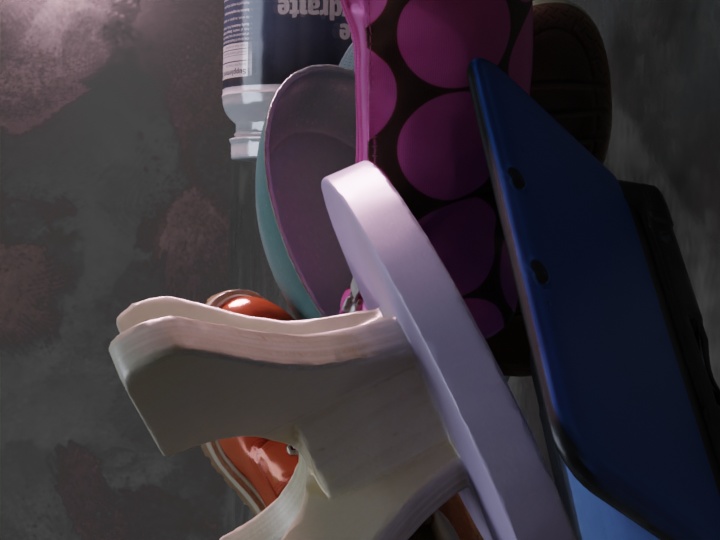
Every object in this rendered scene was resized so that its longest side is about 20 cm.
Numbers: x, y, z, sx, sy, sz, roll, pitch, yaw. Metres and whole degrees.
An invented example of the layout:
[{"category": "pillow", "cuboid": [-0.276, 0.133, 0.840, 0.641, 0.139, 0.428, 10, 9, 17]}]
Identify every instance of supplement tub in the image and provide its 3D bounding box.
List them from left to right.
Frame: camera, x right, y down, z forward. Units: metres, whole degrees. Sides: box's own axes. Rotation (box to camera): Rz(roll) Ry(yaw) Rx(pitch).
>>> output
[{"category": "supplement tub", "cuboid": [-0.046, -0.191, 1.271, 0.140, 0.140, 0.200, -169, 79, -80]}]

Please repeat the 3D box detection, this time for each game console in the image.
[{"category": "game console", "cuboid": [0.077, 0.048, 0.595, 0.171, 0.118, 0.200, 116, 156, -43]}]

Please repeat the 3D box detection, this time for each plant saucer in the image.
[{"category": "plant saucer", "cuboid": [0.008, -0.012, 0.795, 0.036, 0.200, 0.200, -29, 51, 32]}]

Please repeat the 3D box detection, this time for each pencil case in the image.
[{"category": "pencil case", "cuboid": [0.028, -0.060, 0.664, 0.091, 0.094, 0.200, -133, 35, -54]}]

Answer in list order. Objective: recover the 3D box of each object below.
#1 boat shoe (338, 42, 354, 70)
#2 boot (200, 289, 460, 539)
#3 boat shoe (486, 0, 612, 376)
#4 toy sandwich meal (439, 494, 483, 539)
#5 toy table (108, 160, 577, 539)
[{"category": "boat shoe", "cuboid": [0.021, -0.092, 0.969, 0.074, 0.067, 0.200, 58, 149, 22]}, {"category": "boot", "cuboid": [-0.010, 0.093, 0.707, 0.107, 0.075, 0.200, -28, 87, 55]}, {"category": "boat shoe", "cuboid": [0.081, -0.048, 0.764, 0.076, 0.072, 0.200, -78, -4, -60]}, {"category": "toy sandwich meal", "cuboid": [0.054, 0.175, 0.761, 0.205, 0.070, 0.205, -22, 65, 61]}, {"category": "toy table", "cuboid": [-0.011, 0.059, 0.565, 0.200, 0.117, 0.184, -122, 9, -51]}]
